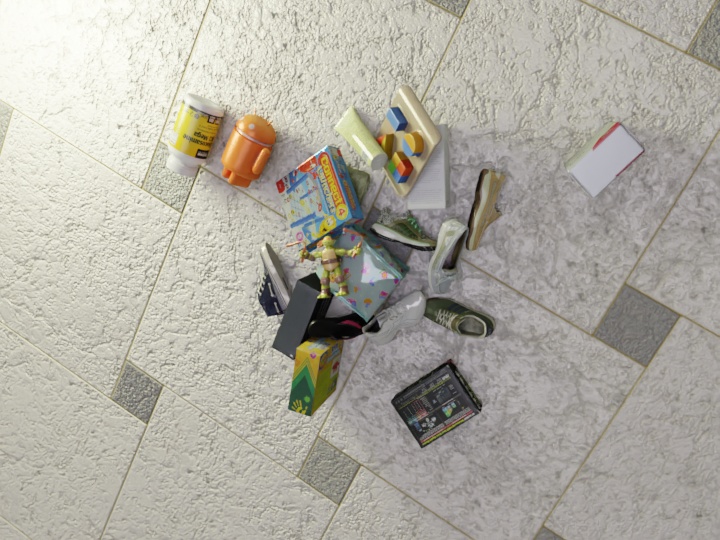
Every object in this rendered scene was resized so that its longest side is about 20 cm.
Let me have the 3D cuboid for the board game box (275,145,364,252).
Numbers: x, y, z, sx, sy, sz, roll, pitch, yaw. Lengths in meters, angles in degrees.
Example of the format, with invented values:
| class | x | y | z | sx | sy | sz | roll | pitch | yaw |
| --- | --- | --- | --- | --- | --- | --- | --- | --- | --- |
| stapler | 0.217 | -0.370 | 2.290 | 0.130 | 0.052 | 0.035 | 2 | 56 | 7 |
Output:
| class | x | y | z | sx | sy | sz | roll | pitch | yaw |
| --- | --- | --- | --- | --- | --- | --- | --- | --- | --- |
| board game box | -0.107 | -0.180 | 1.720 | 0.194 | 0.055 | 0.204 | -29 | 74 | 32 |

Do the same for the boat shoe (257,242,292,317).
| class | x | y | z | sx | sy | sz | roll | pitch | yaw |
| --- | --- | --- | --- | --- | --- | --- | --- | --- | --- |
| boat shoe | -0.253 | 0.032 | 1.845 | 0.091 | 0.075 | 0.204 | -22 | 94 | 12 |

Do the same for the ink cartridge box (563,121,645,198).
| class | x | y | z | sx | sy | sz | roll | pitch | yaw |
| --- | --- | --- | --- | --- | --- | --- | --- | --- | --- |
| ink cartridge box | 0.535 | -0.249 | 1.488 | 0.083 | 0.200 | 0.146 | 45 | 109 | 1 |

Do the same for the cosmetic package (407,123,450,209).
| class | x | y | z | sx | sy | sz | roll | pitch | yaw |
| --- | --- | --- | --- | --- | --- | --- | --- | --- | --- |
| cosmetic package | 0.167 | -0.256 | 1.666 | 0.099 | 0.071 | 0.205 | 1 | 100 | 18 |

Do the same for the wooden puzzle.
| class | x | y | z | sx | sy | sz | roll | pitch | yaw |
| --- | --- | --- | --- | --- | --- | --- | --- | --- | --- |
| wooden puzzle | 0.096 | -0.309 | 1.619 | 0.188 | 0.046 | 0.201 | 63 | 141 | 25 |

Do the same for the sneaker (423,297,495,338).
| class | x | y | z | sx | sy | sz | roll | pitch | yaw |
| --- | --- | --- | --- | --- | --- | --- | --- | --- | --- |
| sneaker | 0.243 | 0.122 | 1.702 | 0.196 | 0.090 | 0.069 | 17 | 105 | 14 |

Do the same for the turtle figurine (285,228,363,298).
| class | x | y | z | sx | sy | sz | roll | pitch | yaw |
| --- | --- | --- | --- | --- | --- | --- | --- | --- | --- |
| turtle figurine | -0.084 | -0.015 | 1.679 | 0.195 | 0.064 | 0.166 | -6 | 89 | 5 |

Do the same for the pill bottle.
| class | x | y | z | sx | sy | sz | roll | pitch | yaw |
| --- | --- | --- | --- | --- | --- | --- | --- | --- | --- |
| pill bottle | -0.453 | -0.362 | 1.817 | 0.111 | 0.112 | 0.203 | 28 | 107 | 10 |

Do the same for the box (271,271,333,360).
| class | x | y | z | sx | sy | sz | roll | pitch | yaw |
| --- | --- | --- | --- | --- | --- | --- | --- | --- | --- |
| box | -0.147 | 0.118 | 1.795 | 0.078 | 0.141 | 0.203 | 26 | 106 | 10 |

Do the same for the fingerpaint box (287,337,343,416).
| class | x | y | z | sx | sy | sz | roll | pitch | yaw |
| --- | --- | --- | --- | --- | --- | --- | --- | --- | --- |
| fingerpaint box | -0.116 | 0.264 | 1.780 | 0.072 | 0.200 | 0.171 | 13 | 104 | 14 |

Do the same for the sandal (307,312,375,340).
| class | x | y | z | sx | sy | sz | roll | pitch | yaw |
| --- | --- | --- | --- | --- | --- | --- | --- | --- | --- |
| sandal | -0.043 | 0.154 | 1.762 | 0.045 | 0.196 | 0.077 | 49 | 135 | 48 |

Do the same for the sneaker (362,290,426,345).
| class | x | y | z | sx | sy | sz | roll | pitch | yaw |
| --- | --- | --- | --- | --- | --- | --- | --- | --- | --- |
| sneaker | 0.089 | 0.123 | 1.743 | 0.200 | 0.087 | 0.075 | -43 | 58 | 18 |

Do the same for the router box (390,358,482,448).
| class | x | y | z | sx | sy | sz | roll | pitch | yaw |
| --- | --- | --- | --- | --- | --- | --- | --- | --- | --- |
| router box | 0.200 | 0.351 | 1.771 | 0.198 | 0.062 | 0.151 | -35 | 88 | 19 |

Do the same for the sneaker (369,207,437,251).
| class | x | y | z | sx | sy | sz | roll | pitch | yaw |
| --- | --- | --- | --- | --- | --- | --- | --- | --- | --- |
| sneaker | 0.125 | -0.109 | 1.713 | 0.196 | 0.077 | 0.091 | 18 | 87 | 8 |

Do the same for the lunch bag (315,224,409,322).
| class | x | y | z | sx | sy | sz | roll | pitch | yaw |
| --- | --- | --- | --- | --- | --- | --- | --- | --- | --- |
| lunch bag | 0.000 | 0.000 | 1.739 | 0.199 | 0.122 | 0.171 | 40 | 109 | 4 |

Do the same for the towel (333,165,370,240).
| class | x | y | z | sx | sy | sz | roll | pitch | yaw |
| --- | --- | --- | --- | --- | --- | --- | --- | --- | --- |
| towel | -0.066 | -0.186 | 1.770 | 0.146 | 0.036 | 0.204 | 26 | 107 | 12 |

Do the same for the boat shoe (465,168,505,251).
| class | x | y | z | sx | sy | sz | roll | pitch | yaw |
| --- | --- | --- | --- | --- | --- | --- | --- | --- | --- |
| boat shoe | 0.311 | -0.142 | 1.649 | 0.074 | 0.072 | 0.205 | 12 | 105 | -2 |

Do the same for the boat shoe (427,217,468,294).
| class | x | y | z | sx | sy | sz | roll | pitch | yaw |
| --- | --- | --- | --- | --- | --- | --- | --- | --- | --- |
| boat shoe | 0.221 | -0.027 | 1.674 | 0.064 | 0.073 | 0.206 | 35 | 121 | 43 |

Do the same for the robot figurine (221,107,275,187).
| class | x | y | z | sx | sy | sz | roll | pitch | yaw |
| --- | --- | --- | --- | --- | --- | --- | --- | --- | --- |
| robot figurine | -0.296 | -0.323 | 1.774 | 0.115 | 0.144 | 0.203 | 25 | 108 | -12 |

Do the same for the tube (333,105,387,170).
| class | x | y | z | sx | sy | sz | roll | pitch | yaw |
| --- | --- | --- | --- | --- | --- | --- | --- | --- | --- |
| tube | 0.001 | -0.332 | 1.687 | 0.057 | 0.052 | 0.201 | -25 | 55 | -15 |
